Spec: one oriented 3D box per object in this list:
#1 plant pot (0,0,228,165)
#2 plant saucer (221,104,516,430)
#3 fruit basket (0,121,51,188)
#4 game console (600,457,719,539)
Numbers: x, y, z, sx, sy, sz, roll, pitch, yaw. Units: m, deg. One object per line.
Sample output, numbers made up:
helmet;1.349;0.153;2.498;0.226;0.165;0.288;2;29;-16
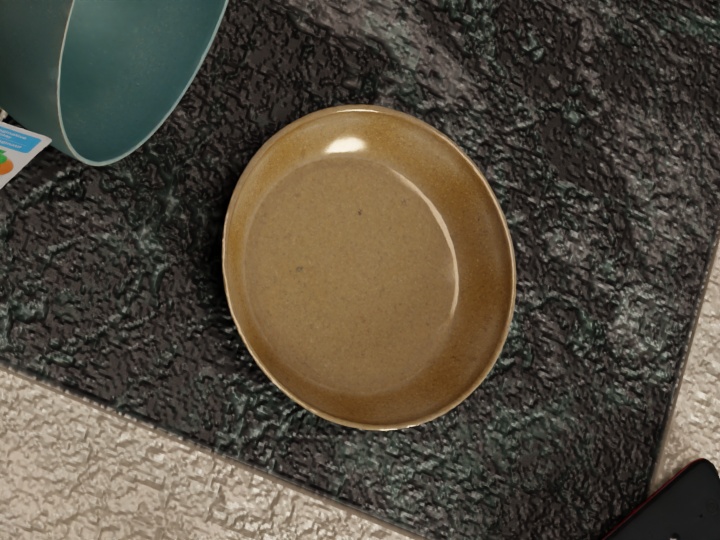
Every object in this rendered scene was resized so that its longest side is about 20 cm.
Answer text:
plant pot;-0.172;-0.177;1.590;0.135;0.200;0.200;23;67;19
plant saucer;0.000;0.000;1.712;0.200;0.035;0.201;5;79;-26
fruit basket;-0.285;-0.058;1.487;0.185;0.200;0.094;20;68;-23
game console;0.213;0.245;1.779;0.177;0.031;0.200;-36;98;-26
